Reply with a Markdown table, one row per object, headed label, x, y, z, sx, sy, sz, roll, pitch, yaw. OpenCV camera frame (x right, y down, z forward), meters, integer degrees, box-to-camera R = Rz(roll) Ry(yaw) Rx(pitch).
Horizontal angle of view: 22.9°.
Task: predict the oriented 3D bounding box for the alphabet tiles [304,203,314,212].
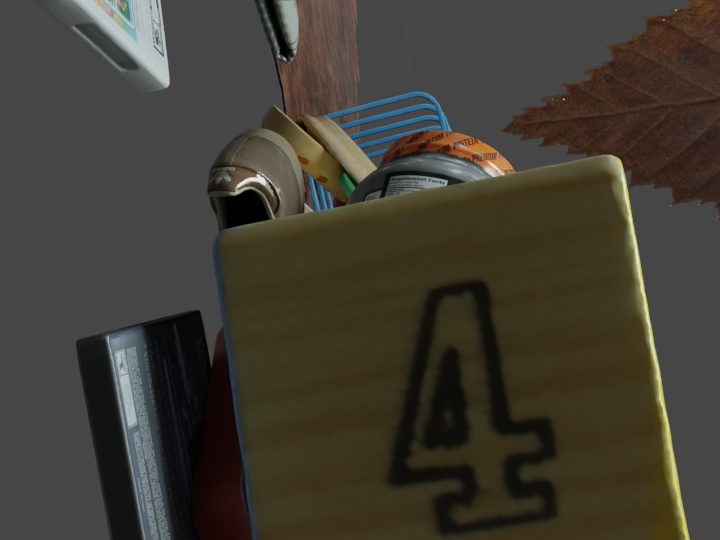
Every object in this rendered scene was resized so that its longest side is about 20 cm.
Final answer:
| label | x | y | z | sx | sy | sz | roll | pitch | yaw |
| --- | --- | --- | --- | --- | --- | --- | --- | --- | --- |
| alphabet tiles | 0.000 | 0.000 | 1.290 | 0.200 | 0.015 | 0.196 | 44 | -2 | 16 |

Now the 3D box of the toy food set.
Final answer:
| label | x | y | z | sx | sy | sz | roll | pitch | yaw |
| --- | --- | --- | --- | --- | --- | --- | --- | --- | --- |
| toy food set | 0.007 | -0.039 | 1.381 | 0.198 | 0.049 | 0.200 | 50 | -3 | 25 |

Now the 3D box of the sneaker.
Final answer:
| label | x | y | z | sx | sy | sz | roll | pitch | yaw |
| --- | --- | --- | --- | --- | --- | --- | --- | --- | --- |
| sneaker | -0.061 | 0.015 | 1.125 | 0.076 | 0.070 | 0.202 | -47 | 127 | -56 |

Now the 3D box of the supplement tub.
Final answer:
| label | x | y | z | sx | sy | sz | roll | pitch | yaw |
| --- | --- | --- | --- | --- | --- | --- | --- | --- | --- |
| supplement tub | 0.034 | 0.018 | 1.102 | 0.123 | 0.121 | 0.201 | 72 | 29 | -47 |

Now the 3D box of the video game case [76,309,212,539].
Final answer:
| label | x | y | z | sx | sy | sz | roll | pitch | yaw |
| --- | --- | --- | --- | --- | --- | --- | --- | --- | --- |
| video game case | -0.093 | 0.096 | 0.868 | 0.200 | 0.019 | 0.145 | -17 | 97 | -84 |

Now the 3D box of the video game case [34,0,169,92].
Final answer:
| label | x | y | z | sx | sy | sz | roll | pitch | yaw |
| --- | --- | --- | --- | --- | --- | --- | --- | --- | --- |
| video game case | -0.141 | -0.209 | 0.905 | 0.182 | 0.023 | 0.202 | 42 | 39 | -78 |

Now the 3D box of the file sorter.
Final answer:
| label | x | y | z | sx | sy | sz | roll | pitch | yaw |
| --- | --- | --- | --- | --- | --- | --- | --- | --- | --- |
| file sorter | 0.032 | -0.073 | 1.625 | 0.200 | 0.137 | 0.124 | 43 | 34 | -78 |

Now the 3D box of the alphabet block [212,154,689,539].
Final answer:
| label | x | y | z | sx | sy | sz | roll | pitch | yaw |
| --- | --- | --- | --- | --- | --- | --- | --- | --- | --- |
| alphabet block | 0.051 | 0.070 | 0.895 | 0.195 | 0.198 | 0.199 | 41 | 39 | -80 |

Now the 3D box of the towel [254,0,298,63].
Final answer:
| label | x | y | z | sx | sy | sz | roll | pitch | yaw |
| --- | --- | --- | --- | --- | --- | --- | --- | --- | --- |
| towel | -0.082 | -0.306 | 1.460 | 0.201 | 0.034 | 0.194 | 71 | 11 | -47 |

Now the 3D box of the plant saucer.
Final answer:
| label | x | y | z | sx | sy | sz | roll | pitch | yaw |
| --- | --- | --- | --- | --- | --- | --- | --- | --- | --- |
| plant saucer | -0.048 | 0.137 | 0.954 | 0.201 | 0.036 | 0.201 | -87 | 166 | -59 |
